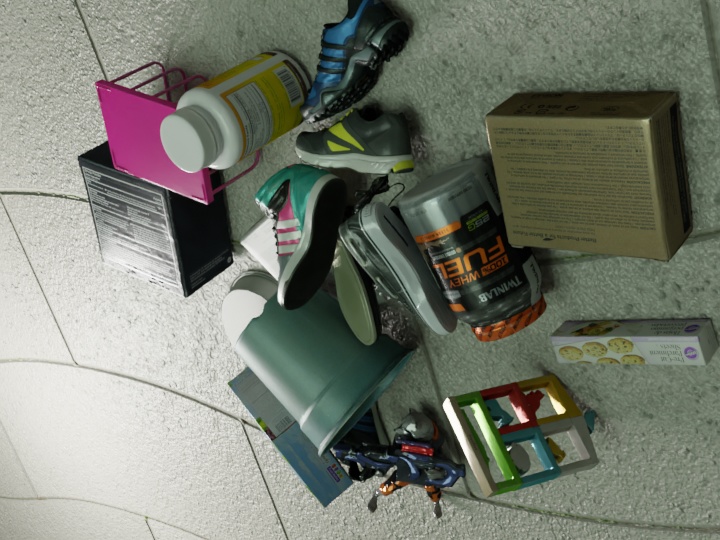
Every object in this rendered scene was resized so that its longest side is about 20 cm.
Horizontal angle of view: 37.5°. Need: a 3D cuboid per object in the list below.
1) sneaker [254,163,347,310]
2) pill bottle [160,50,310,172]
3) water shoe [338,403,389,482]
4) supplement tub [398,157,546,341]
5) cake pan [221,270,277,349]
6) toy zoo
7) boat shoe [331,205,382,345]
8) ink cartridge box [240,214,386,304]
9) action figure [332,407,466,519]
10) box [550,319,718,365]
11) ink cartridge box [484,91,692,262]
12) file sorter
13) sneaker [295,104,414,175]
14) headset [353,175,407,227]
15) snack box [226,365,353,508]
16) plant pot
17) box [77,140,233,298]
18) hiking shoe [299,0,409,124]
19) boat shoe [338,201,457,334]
[{"bbox_3d":[-0.096,-0.058,1.423,0.121,0.083,0.201,38,119,36],"label":"sneaker"},{"bbox_3d":[-0.162,-0.203,1.378,0.109,0.200,0.110,24,132,30],"label":"pill bottle"},{"bbox_3d":[-0.016,0.236,1.651,0.071,0.079,0.201,-11,110,46],"label":"water shoe"},{"bbox_3d":[0.140,-0.024,1.282,0.122,0.122,0.201,-17,106,48],"label":"supplement tub"},{"bbox_3d":[-0.150,0.097,1.711,0.199,0.037,0.201,25,133,30],"label":"cake pan"},{"bbox_3d":[0.213,0.201,1.329,0.132,0.199,0.020,65,147,27],"label":"toy zoo"},{"bbox_3d":[-0.001,0.001,1.446,0.075,0.066,0.200,-45,64,55],"label":"boat shoe"},{"bbox_3d":[-0.063,-0.014,1.554,0.200,0.050,0.161,44,141,-11],"label":"ink cartridge box"},{"bbox_3d":[0.058,0.285,1.603,0.199,0.105,0.194,15,127,4],"label":"action figure"},{"bbox_3d":[0.319,0.085,1.254,0.199,0.039,0.042,-3,117,44],"label":"box"},{"bbox_3d":[0.248,-0.106,1.156,0.199,0.075,0.166,8,124,38],"label":"ink cartridge box"},{"bbox_3d":[-0.256,-0.208,1.523,0.199,0.125,0.140,21,132,33],"label":"file sorter"},{"bbox_3d":[-0.005,-0.172,1.366,0.199,0.074,0.085,13,104,41],"label":"sneaker"},{"bbox_3d":[0.051,-0.036,1.375,0.123,0.094,0.201,18,142,41],"label":"headset"},{"bbox_3d":[-0.113,0.254,1.670,0.200,0.068,0.169,36,162,55],"label":"snack box"},{"bbox_3d":[-0.061,0.125,1.512,0.196,0.200,0.201,41,139,9],"label":"plant pot"},{"bbox_3d":[-0.317,-0.094,1.664,0.199,0.123,0.199,20,131,31],"label":"box"},{"bbox_3d":[-0.019,-0.263,1.311,0.087,0.074,0.200,55,131,9],"label":"hiking shoe"},{"bbox_3d":[0.048,0.002,1.314,0.071,0.072,0.200,-22,114,34],"label":"boat shoe"}]
